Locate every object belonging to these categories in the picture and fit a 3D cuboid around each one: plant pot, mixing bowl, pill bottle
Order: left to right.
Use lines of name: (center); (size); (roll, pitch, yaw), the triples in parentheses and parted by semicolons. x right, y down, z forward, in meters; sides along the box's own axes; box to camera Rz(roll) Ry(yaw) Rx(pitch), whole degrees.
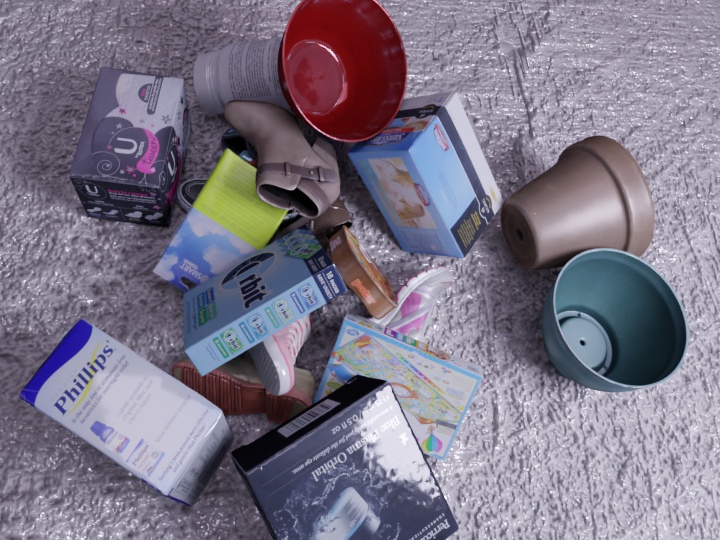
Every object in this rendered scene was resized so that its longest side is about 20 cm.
pill bottle: (-0.159, -0.310, 0.978); (0.196, 0.114, 0.115); (-1, 62, 17)
mixing bowl: (-0.042, -0.282, 0.863); (0.197, 0.108, 0.205); (-4, 98, -32)
plant pot: (0.318, -0.083, 0.942); (0.172, 0.201, 0.203); (-21, 70, -9)
plant pot: (0.348, 0.089, 0.892); (0.196, 0.135, 0.204); (4, 64, -8)

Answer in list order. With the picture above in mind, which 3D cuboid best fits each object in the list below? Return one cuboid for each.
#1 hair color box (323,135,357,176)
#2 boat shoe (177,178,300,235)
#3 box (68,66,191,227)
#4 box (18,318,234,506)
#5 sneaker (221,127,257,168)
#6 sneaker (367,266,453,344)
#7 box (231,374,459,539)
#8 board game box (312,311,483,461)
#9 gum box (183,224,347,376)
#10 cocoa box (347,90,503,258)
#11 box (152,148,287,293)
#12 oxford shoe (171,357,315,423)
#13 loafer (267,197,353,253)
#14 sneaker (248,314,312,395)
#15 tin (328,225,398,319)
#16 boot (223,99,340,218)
hair color box: (-0.025, -0.270, 1.041); (0.098, 0.061, 0.202); (-27, 71, -19)
boat shoe: (-0.186, -0.106, 0.933); (0.196, 0.068, 0.075); (20, 63, 1)
box: (-0.338, -0.187, 0.921); (0.129, 0.115, 0.204); (6, 65, -6)
box: (-0.264, 0.177, 0.726); (0.198, 0.185, 0.106); (31, 66, 7)
sneaker: (-0.145, -0.161, 0.947); (0.095, 0.080, 0.199); (-27, 54, -36)
sneaker: (0.072, 0.077, 0.890); (0.199, 0.082, 0.088); (-42, 81, -17)
box: (-0.020, 0.264, 0.728); (0.194, 0.117, 0.203); (-28, 95, -20)
board game box: (0.048, 0.157, 0.823); (0.197, 0.034, 0.137); (23, 106, 2)
gum box: (-0.130, 0.029, 0.778); (0.198, 0.170, 0.045); (-31, 115, -5)
cocoa box: (0.100, -0.137, 0.906); (0.132, 0.201, 0.132); (9, 52, 47)
box: (-0.193, -0.055, 0.876); (0.121, 0.048, 0.202); (32, 88, -8)
oxford shoe: (-0.156, 0.151, 0.832); (0.196, 0.072, 0.074); (16, 36, 1)
loafer: (-0.079, -0.038, 0.916); (0.071, 0.073, 0.200); (37, 66, 9)
sneaker: (-0.100, 0.086, 0.816); (0.103, 0.077, 0.200); (-9, 26, -22)
tin: (0.000, 0.000, 0.849); (0.042, 0.200, 0.113); (-34, 105, 5)
boot: (-0.117, -0.154, 0.845); (0.196, 0.071, 0.148); (21, 45, -5)
